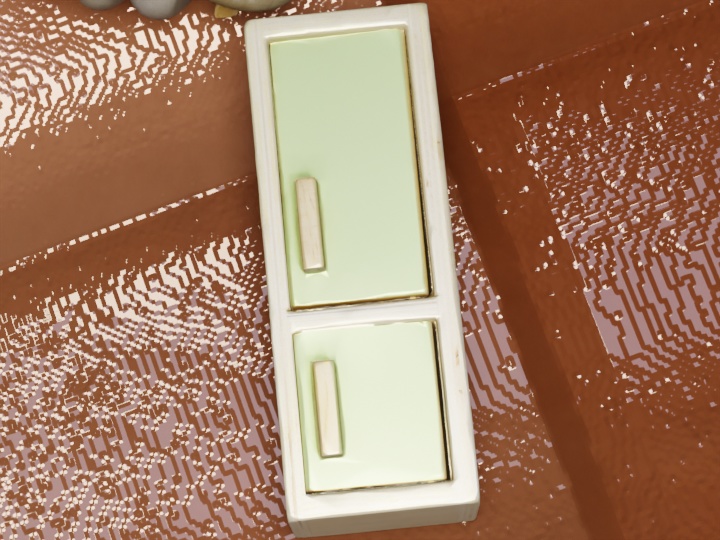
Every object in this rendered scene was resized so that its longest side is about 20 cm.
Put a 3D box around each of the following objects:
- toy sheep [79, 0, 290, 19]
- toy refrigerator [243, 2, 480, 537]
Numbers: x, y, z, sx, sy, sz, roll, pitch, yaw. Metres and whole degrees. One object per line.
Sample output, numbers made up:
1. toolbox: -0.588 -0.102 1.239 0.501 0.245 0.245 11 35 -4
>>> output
1. toy sheep: -0.104 -0.171 0.892 0.200 0.138 0.138 37 81 0
2. toy refrigerator: 0.000 0.000 0.883 0.076 0.070 0.201 -5 78 0
